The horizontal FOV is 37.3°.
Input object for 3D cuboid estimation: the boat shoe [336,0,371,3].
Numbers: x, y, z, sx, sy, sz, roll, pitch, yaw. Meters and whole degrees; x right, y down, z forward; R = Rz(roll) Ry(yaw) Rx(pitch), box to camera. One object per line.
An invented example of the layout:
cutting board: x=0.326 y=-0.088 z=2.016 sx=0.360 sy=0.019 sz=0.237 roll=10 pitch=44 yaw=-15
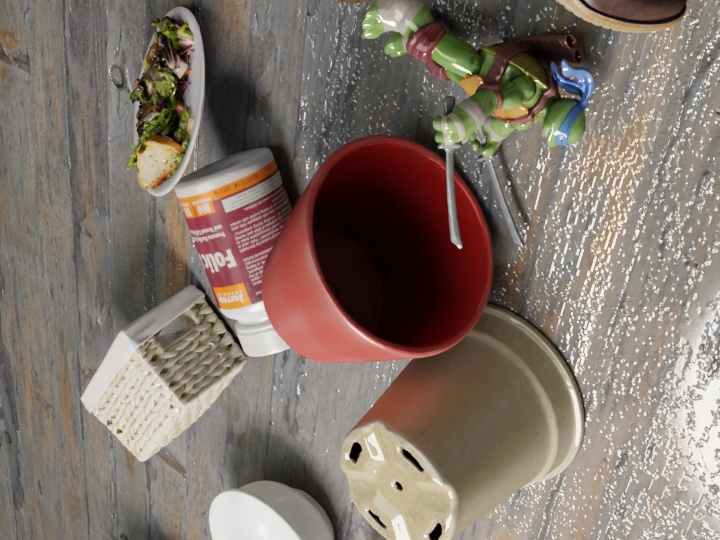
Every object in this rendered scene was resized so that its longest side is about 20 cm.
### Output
boat shoe: x=0.011 y=-0.324 z=0.899 sx=0.073 sy=0.075 sz=0.205 roll=15 pitch=125 yaw=-5

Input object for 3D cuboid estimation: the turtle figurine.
turtle figurine: x=0.077 y=-0.129 z=0.885 sx=0.194 sy=0.143 sz=0.202 roll=44 pitch=133 yaw=20

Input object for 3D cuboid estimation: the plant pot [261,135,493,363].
plant pot: x=0.000 y=0.000 z=1.013 sx=0.202 sy=0.199 sz=0.177 roll=57 pitch=147 yaw=-1

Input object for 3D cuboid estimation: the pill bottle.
pill bottle: x=-0.116 y=-0.019 z=1.155 sx=0.113 sy=0.114 sz=0.203 roll=-5 pitch=110 yaw=45

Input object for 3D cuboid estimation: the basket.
basket: x=-0.251 y=0.137 z=1.365 sx=0.124 sy=0.135 sz=0.200 roll=48 pitch=138 yaw=6

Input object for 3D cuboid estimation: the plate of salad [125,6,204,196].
plate of salad: x=-0.217 y=-0.183 z=1.147 sx=0.199 sy=0.047 sz=0.205 roll=-13 pitch=74 yaw=58

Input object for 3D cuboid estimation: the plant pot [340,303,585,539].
plant pot: x=0.083 y=0.162 z=1.021 sx=0.198 sy=0.183 sz=0.204 roll=23 pitch=129 yaw=32

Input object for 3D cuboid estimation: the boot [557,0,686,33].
boot: x=0.176 y=-0.253 z=0.705 sx=0.197 sy=0.073 sz=0.167 roll=19 pitch=141 yaw=-19

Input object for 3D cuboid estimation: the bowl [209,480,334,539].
bowl: x=-0.097 y=0.346 z=1.375 sx=0.199 sy=0.090 sz=0.204 roll=24 pitch=129 yaw=32
